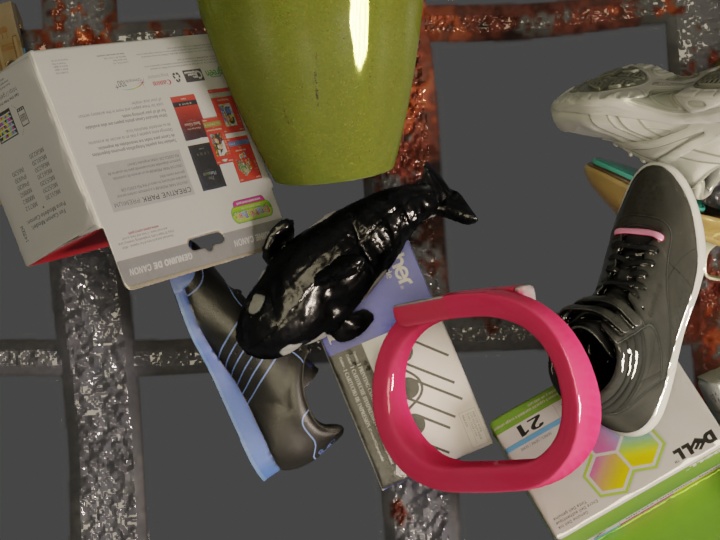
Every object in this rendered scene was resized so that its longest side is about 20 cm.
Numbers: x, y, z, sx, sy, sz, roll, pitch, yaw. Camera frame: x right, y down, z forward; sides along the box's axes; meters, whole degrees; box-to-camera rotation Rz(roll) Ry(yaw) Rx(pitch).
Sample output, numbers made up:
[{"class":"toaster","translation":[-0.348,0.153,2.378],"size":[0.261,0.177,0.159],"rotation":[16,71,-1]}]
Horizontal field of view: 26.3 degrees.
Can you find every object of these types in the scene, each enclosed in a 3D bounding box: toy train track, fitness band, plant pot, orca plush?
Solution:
[{"class":"toy train track","translation":[-0.258,-0.113,1.214],"size":[0.115,0.033,0.200],"rotation":[-16,82,8]},{"class":"fitness band","translation":[0.084,0.085,1.088],"size":[0.200,0.037,0.144],"rotation":[-9,92,46]},{"class":"plant pot","translation":[-0.033,-0.169,1.146],"size":[0.187,0.187,0.200],"rotation":[-6,102,1]},{"class":"orca plush","translation":[0.000,0.000,1.127],"size":[0.200,0.071,0.105],"rotation":[-24,103,-14]}]

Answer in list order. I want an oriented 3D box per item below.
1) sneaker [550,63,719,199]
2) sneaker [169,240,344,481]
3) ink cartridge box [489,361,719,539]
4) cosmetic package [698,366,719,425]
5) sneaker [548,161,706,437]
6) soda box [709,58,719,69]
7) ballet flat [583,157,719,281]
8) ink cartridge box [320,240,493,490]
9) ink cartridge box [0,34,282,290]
[{"class":"sneaker","translation":[0.226,-0.098,1.142],"size":[0.078,0.200,0.099],"rotation":[-32,116,-36]},{"class":"sneaker","translation":[-0.083,0.059,1.187],"size":[0.078,0.070,0.200],"rotation":[-25,94,-4]},{"class":"ink cartridge box","translation":[0.211,0.169,1.136],"size":[0.148,0.076,0.200],"rotation":[-30,65,1]},{"class":"cosmetic package","translation":[0.350,0.153,1.164],"size":[0.113,0.081,0.200],"rotation":[-22,89,1]},{"class":"sneaker","translation":[0.187,0.015,1.080],"size":[0.071,0.099,0.200],"rotation":[7,85,35]},{"class":"soda box","translation":[0.344,-0.090,1.175],"size":[0.064,0.068,0.200],"rotation":[-44,88,-3]},{"class":"ballet flat","translation":[0.260,-0.028,1.180],"size":[0.200,0.069,0.063],"rotation":[19,104,3]},{"class":"ink cartridge box","translation":[0.021,0.058,1.192],"size":[0.094,0.044,0.200],"rotation":[-23,88,-1]},{"class":"ink cartridge box","translation":[-0.164,-0.072,1.119],"size":[0.084,0.200,0.176],"rotation":[-23,87,35]}]
